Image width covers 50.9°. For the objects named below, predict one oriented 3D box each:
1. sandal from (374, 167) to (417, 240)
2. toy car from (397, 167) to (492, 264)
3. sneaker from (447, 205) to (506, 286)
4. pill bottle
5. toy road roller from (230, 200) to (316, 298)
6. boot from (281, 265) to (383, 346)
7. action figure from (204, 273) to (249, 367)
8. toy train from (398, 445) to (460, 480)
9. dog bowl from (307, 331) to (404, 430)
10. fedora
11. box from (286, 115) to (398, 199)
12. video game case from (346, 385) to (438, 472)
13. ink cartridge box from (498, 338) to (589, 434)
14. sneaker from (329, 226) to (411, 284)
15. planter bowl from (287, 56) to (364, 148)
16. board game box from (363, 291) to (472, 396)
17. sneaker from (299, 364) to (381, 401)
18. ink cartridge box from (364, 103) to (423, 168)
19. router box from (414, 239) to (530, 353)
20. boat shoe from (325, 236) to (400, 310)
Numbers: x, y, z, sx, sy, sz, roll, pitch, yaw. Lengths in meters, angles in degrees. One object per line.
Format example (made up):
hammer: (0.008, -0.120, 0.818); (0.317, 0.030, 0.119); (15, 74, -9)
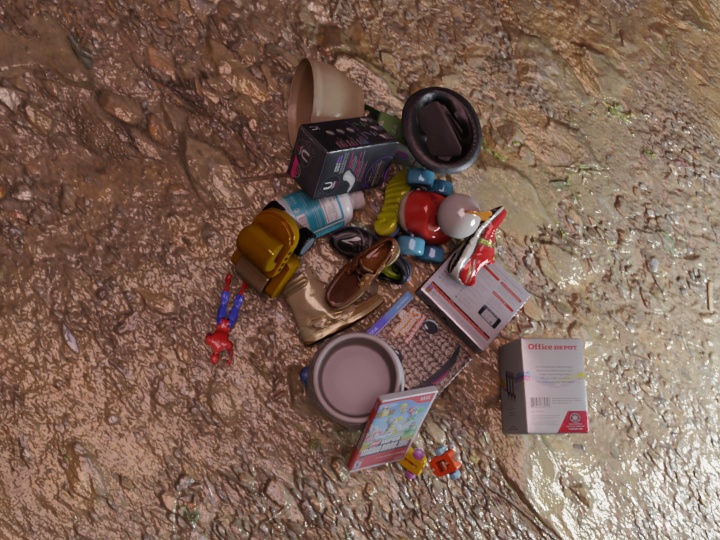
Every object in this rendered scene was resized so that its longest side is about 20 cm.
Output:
sandal: (0.096, -0.145, 1.725); (0.087, 0.079, 0.201); (43, 60, -38)
toy car: (0.200, -0.114, 1.640); (0.199, 0.176, 0.186); (5, 82, 36)
sneaker: (0.271, -0.052, 1.687); (0.085, 0.077, 0.201); (37, 79, -11)
pill bottle: (-0.093, -0.133, 1.658); (0.199, 0.111, 0.112); (-24, 83, -16)
toy road roller: (-0.198, -0.036, 1.534); (0.123, 0.146, 0.201); (40, 118, 10)
boot: (-0.063, 0.055, 1.643); (0.199, 0.073, 0.156); (-27, 82, -11)
action figure: (-0.285, 0.119, 1.595); (0.065, 0.099, 0.201); (15, 53, -5)
toy train: (0.128, 0.355, 1.588); (0.055, 0.150, 0.201); (-23, 75, -51)
dog bowl: (-0.008, 0.215, 1.507); (0.198, 0.059, 0.202); (1, 75, -3)
fedora: (0.167, -0.292, 1.644); (0.198, 0.092, 0.203); (3, 76, -12)
box: (-0.038, -0.240, 1.597); (0.199, 0.123, 0.106); (-16, 50, -39)
video game case: (0.062, 0.315, 1.500); (0.142, 0.201, 0.017); (-3, 38, -35)
ink cartridge box: (0.394, 0.253, 1.645); (0.144, 0.145, 0.202); (2, 77, -10)
sneaker: (0.024, -0.033, 1.666); (0.199, 0.083, 0.071); (31, 106, -3)
planter bowl: (-0.072, -0.360, 1.678); (0.133, 0.200, 0.202); (2, 77, -22)
board game box: (0.108, 0.178, 1.618); (0.200, 0.097, 0.159); (44, 68, 6)
sneaker: (-0.035, 0.234, 1.581); (0.198, 0.089, 0.079); (12, 75, 16)
ink cartridge box: (0.070, -0.301, 1.730); (0.198, 0.104, 0.060); (23, 73, -5)
router box: (0.255, 0.054, 1.714); (0.200, 0.049, 0.179); (45, 73, 1)
boat shoe: (0.001, 0.000, 1.584); (0.200, 0.068, 0.072); (-43, 81, -4)
